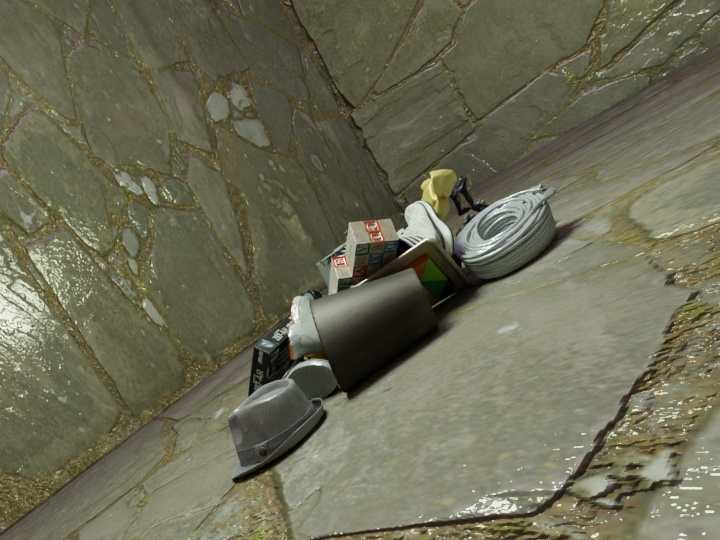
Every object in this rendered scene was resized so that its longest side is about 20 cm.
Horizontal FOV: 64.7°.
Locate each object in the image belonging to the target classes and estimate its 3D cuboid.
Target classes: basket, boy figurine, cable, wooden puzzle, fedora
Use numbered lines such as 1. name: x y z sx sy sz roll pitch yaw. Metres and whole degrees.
1. basket: 0.027 0.089 1.006 0.195 0.183 0.137 -25 -36 1
2. boy figurine: 0.154 -0.143 1.229 0.062 0.128 0.201 -2 -24 -13
3. cable: 0.276 -0.070 1.096 0.197 0.070 0.201 -8 36 54
4. wooden puzzle: 0.102 0.035 1.104 0.196 0.184 0.038 -29 50 19
5. fedora: -0.157 0.250 0.953 0.197 0.092 0.177 -31 5 29

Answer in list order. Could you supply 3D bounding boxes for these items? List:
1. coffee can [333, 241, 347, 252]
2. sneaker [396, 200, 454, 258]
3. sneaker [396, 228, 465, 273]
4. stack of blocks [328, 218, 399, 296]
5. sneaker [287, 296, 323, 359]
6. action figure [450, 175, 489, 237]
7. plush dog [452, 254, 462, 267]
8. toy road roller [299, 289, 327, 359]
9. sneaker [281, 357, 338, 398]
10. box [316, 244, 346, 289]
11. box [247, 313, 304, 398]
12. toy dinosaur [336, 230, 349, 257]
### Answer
1. coffee can: 0.036 -0.002 1.496 0.144 0.204 0.146 -30 4 2
2. sneaker: 0.101 -0.081 1.143 0.111 0.078 0.201 -11 28 -12
3. sneaker: 0.141 -0.027 1.204 0.082 0.196 0.077 -55 -28 -19
4. stack of blocks: 0.002 -0.001 1.112 0.111 0.060 0.204 -7 -42 -15
5. sneaker: -0.097 0.115 1.163 0.088 0.078 0.201 -4 26 -1
6. action figure: 0.262 -0.109 1.266 0.103 0.199 0.118 -56 19 -18
7. plush dog: 0.152 -0.013 1.318 0.166 0.167 0.200 -9 4 -1
8. toy road roller: -0.052 0.135 1.272 0.196 0.151 0.121 10 -3 39
9. sneaker: -0.100 0.205 1.097 0.198 0.079 0.079 -32 9 41
10. box: -0.012 0.039 1.415 0.048 0.204 0.157 -30 3 -39
11. box: -0.186 0.206 1.317 0.200 0.042 0.165 -43 -32 -60
12. toy dinosaur: 0.000 0.000 1.218 0.083 0.206 0.136 0 26 9
